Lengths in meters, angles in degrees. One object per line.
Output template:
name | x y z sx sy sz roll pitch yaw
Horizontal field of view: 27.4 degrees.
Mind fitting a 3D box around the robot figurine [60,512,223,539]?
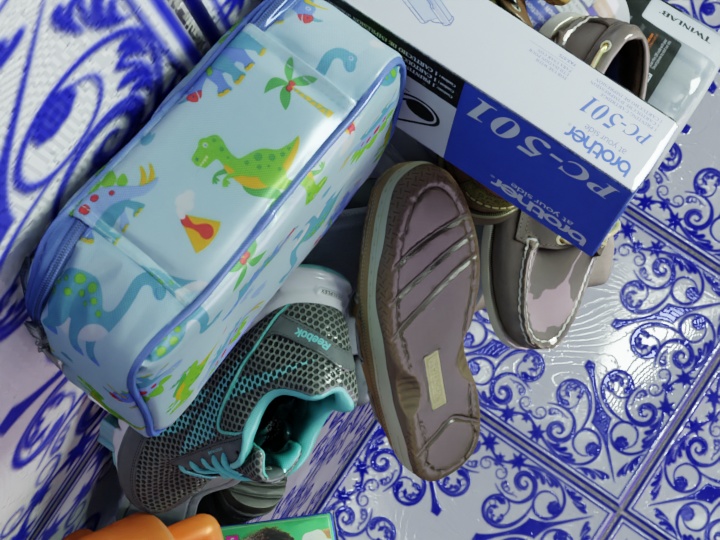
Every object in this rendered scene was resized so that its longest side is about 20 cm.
robot figurine | -0.161 0.218 0.870 0.199 0.144 0.117 -23 160 -22

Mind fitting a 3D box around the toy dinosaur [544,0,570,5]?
toy dinosaur | 0.087 -0.185 0.802 0.060 0.106 0.201 -38 -141 33

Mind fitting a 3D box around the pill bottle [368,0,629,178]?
pill bottle | 0.060 -0.124 0.925 0.200 0.120 0.120 -46 172 -4

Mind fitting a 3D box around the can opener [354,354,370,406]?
can opener | 0.000 0.059 1.025 0.200 0.052 0.067 -137 -115 -80

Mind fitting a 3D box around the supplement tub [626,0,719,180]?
supplement tub | 0.153 -0.164 1.073 0.123 0.199 0.123 -56 174 -9

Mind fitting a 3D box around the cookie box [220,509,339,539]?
cookie box | -0.120 0.242 1.054 0.171 0.198 0.076 108 -27 -61

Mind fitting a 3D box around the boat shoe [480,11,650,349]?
boat shoe | 0.122 -0.047 0.857 0.071 0.059 0.202 6 99 -36

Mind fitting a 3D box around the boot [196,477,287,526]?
boot | -0.111 0.142 1.133 0.200 0.072 0.183 128 -23 -55

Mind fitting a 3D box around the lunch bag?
lunch bag | -0.066 -0.023 0.689 0.200 0.082 0.161 -51 171 -15

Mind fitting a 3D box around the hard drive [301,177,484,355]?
hard drive | 0.000 0.000 0.885 0.199 0.033 0.140 -10 143 -33

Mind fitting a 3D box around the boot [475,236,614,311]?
boot | 0.106 -0.001 1.056 0.070 0.145 0.201 -114 -149 -57

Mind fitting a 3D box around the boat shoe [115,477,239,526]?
boat shoe | -0.121 0.120 0.986 0.200 0.075 0.061 134 -31 -53

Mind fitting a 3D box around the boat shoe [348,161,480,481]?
boat shoe | 0.020 0.025 0.836 0.071 0.076 0.201 -21 125 -29

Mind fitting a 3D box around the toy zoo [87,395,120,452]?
toy zoo | -0.103 0.023 0.905 0.201 0.020 0.131 -57 173 2

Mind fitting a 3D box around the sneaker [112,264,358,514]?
sneaker | -0.071 0.087 0.823 0.077 0.092 0.200 16 130 -36

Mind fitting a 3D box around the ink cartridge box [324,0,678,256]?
ink cartridge box | 0.048 -0.091 0.707 0.044 0.199 0.094 -54 172 -16

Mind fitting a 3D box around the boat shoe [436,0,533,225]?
boat shoe | 0.070 -0.130 0.820 0.071 0.202 0.068 -8 167 -12
